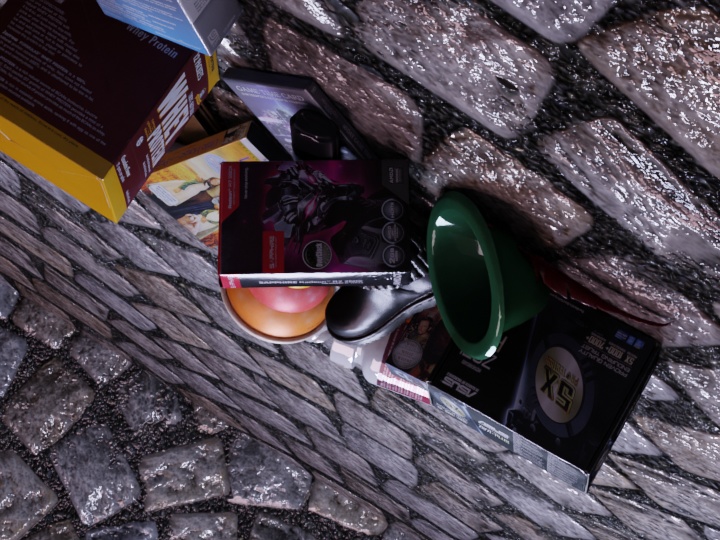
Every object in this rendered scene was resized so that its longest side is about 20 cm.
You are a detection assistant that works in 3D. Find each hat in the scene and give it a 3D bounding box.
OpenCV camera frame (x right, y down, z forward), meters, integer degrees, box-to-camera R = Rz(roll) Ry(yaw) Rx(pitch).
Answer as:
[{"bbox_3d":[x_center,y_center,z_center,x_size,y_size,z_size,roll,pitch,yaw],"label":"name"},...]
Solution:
[{"bbox_3d":[0.184,0.002,1.563,0.166,0.174,0.202,131,125,-65],"label":"hat"}]

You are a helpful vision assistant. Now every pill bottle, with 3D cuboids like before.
[{"bbox_3d":[0.069,0.104,1.874,0.198,0.110,0.110,20,162,8],"label":"pill bottle"}]

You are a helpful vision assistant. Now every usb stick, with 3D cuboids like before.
[{"bbox_3d":[-0.046,-0.115,1.595,0.055,0.033,0.200,21,162,7],"label":"usb stick"}]

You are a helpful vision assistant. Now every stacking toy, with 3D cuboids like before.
[{"bbox_3d":[-0.076,-0.017,1.741,0.145,0.147,0.200,33,147,1],"label":"stacking toy"}]

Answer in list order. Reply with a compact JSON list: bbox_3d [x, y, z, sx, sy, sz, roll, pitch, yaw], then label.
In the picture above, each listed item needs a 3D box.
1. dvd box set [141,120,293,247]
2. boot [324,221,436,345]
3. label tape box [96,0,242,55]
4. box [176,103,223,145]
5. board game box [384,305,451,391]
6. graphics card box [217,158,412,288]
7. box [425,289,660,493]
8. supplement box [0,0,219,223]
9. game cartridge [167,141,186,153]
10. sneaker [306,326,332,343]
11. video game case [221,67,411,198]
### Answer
[{"bbox_3d":[-0.156,-0.098,1.784,0.199,0.030,0.146,-15,136,38],"label":"dvd box set"},{"bbox_3d":[0.000,-0.002,1.676,0.210,0.080,0.157,-30,137,33],"label":"boot"},{"bbox_3d":[-0.209,-0.299,1.384,0.142,0.066,0.200,25,159,28],"label":"label tape box"},{"bbox_3d":[-0.248,-0.194,1.832,0.199,0.021,0.164,23,164,29],"label":"box"},{"bbox_3d":[0.145,0.096,1.713,0.199,0.136,0.035,24,162,27],"label":"board game box"},{"bbox_3d":[-0.047,-0.048,1.535,0.198,0.127,0.051,0,161,-1],"label":"graphics card box"},{"bbox_3d":[0.196,0.113,1.611,0.199,0.165,0.086,29,164,16],"label":"box"},{"bbox_3d":[-0.284,-0.199,1.569,0.196,0.201,0.133,31,164,7],"label":"supplement box"},{"bbox_3d":[-0.182,-0.105,1.904,0.132,0.042,0.200,15,164,41],"label":"game cartridge"},{"bbox_3d":[-0.071,0.013,1.964,0.201,0.070,0.081,-123,12,-59],"label":"sneaker"},{"bbox_3d":[-0.046,-0.141,1.608,0.142,0.019,0.200,16,155,47],"label":"video game case"}]
